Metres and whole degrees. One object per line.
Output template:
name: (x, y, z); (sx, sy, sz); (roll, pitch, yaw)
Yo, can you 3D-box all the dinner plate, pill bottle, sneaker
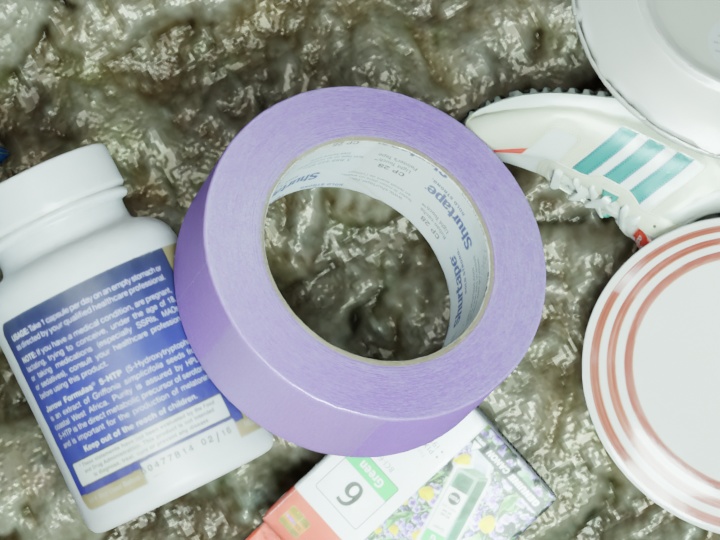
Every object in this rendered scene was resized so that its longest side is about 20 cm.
dinner plate: (0.219, -0.156, 1.377); (0.200, 0.024, 0.201); (2, 70, -4)
pill bottle: (-0.143, 0.036, 1.393); (0.120, 0.120, 0.200); (-26, 89, 3)
sneaker: (0.153, -0.050, 1.399); (0.199, 0.070, 0.094); (5, 84, 1)
dinner plate: (0.226, 0.060, 1.391); (0.200, 0.024, 0.201); (7, 112, 17)

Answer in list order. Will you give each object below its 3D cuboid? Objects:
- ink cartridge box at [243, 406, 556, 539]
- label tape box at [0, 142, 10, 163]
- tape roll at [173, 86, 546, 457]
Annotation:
ink cartridge box: (0.005, 0.158, 1.417); (0.200, 0.050, 0.109); (-43, 87, 2)
label tape box: (-0.327, -0.088, 1.432); (0.200, 0.063, 0.144); (44, 92, 3)
tape roll: (0.000, 0.000, 1.364); (0.200, 0.066, 0.200); (8, 65, -18)
